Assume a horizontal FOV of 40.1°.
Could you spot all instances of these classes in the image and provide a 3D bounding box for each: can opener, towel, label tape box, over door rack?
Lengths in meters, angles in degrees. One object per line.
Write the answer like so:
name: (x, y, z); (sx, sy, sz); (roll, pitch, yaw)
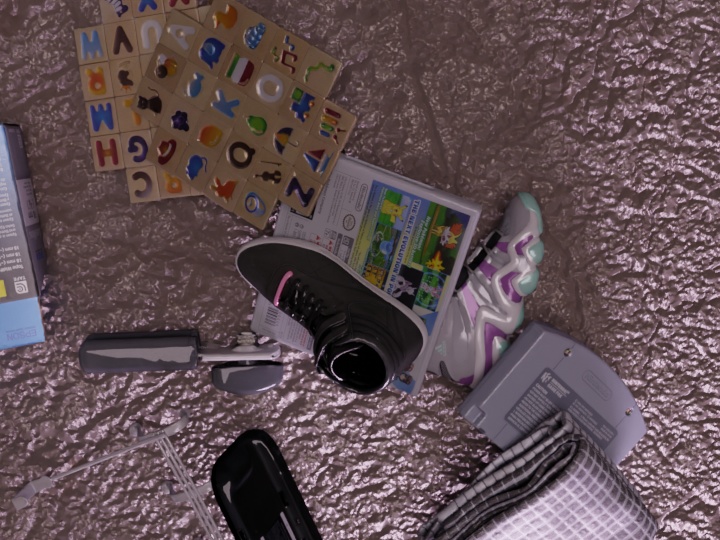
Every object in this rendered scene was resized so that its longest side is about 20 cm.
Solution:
can opener: (-0.172, 0.089, 0.961); (0.196, 0.053, 0.068); (3, 98, -6)
towel: (0.173, 0.256, 0.961); (0.199, 0.086, 0.166); (-41, 122, 10)
label tape box: (-0.375, -0.025, 0.920); (0.141, 0.063, 0.204); (-10, 98, -5)
over door rack: (-0.221, 0.236, 0.974); (0.197, 0.067, 0.150); (-25, 99, 11)

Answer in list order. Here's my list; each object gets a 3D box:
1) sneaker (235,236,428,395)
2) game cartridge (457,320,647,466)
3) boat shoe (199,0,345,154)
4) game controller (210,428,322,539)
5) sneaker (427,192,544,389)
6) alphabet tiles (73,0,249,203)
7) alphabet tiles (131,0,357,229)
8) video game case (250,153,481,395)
sneaker: (-0.037, 0.039, 0.890); (0.198, 0.099, 0.071); (29, 117, 5)
game cartridge: (0.200, 0.141, 0.985); (0.133, 0.041, 0.200); (-46, 122, 5)
boat shoe: (-0.093, -0.163, 0.936); (0.072, 0.072, 0.201); (-39, 99, 13)
game controller: (-0.082, 0.260, 0.969); (0.042, 0.104, 0.203); (-18, 100, 36)
sneaker: (0.096, 0.013, 0.969); (0.137, 0.078, 0.204); (12, 95, -8)
alphabet tiles: (-0.186, -0.169, 0.922); (0.163, 0.006, 0.204); (-5, 99, 16)
alphabet tiles: (-0.108, -0.143, 0.890); (0.198, 0.006, 0.168); (31, 107, 8)
video game case: (0.000, 0.000, 0.931); (0.179, 0.022, 0.203); (21, 114, 8)
